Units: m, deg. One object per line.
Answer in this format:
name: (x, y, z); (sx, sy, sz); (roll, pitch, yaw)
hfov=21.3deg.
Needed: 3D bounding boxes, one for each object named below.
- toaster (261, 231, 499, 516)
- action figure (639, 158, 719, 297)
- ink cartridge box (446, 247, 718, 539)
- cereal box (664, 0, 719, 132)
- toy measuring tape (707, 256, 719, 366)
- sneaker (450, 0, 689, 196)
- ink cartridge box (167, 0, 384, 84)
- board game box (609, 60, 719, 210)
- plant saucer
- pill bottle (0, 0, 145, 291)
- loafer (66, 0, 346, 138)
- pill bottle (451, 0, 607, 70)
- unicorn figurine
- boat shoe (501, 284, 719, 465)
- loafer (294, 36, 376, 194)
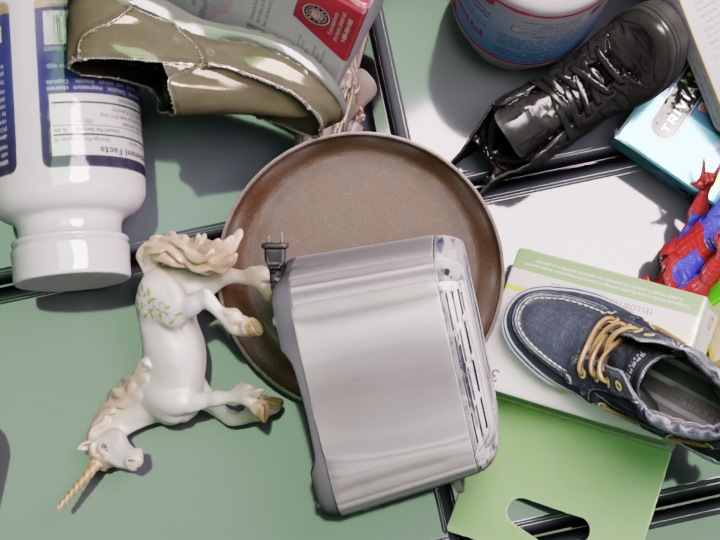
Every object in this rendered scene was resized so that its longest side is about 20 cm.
toaster: (0.018, 0.058, 1.267); (0.128, 0.114, 0.202); (-12, 103, 5)
action figure: (0.250, -0.035, 1.306); (0.051, 0.200, 0.066); (18, 43, -28)
ink cartridge box: (0.146, 0.099, 1.312); (0.144, 0.048, 0.202); (16, 79, 26)
cereal box: (0.271, -0.201, 1.269); (0.143, 0.040, 0.201); (-31, 124, -3)
toy measuring tape: (0.275, 0.059, 1.317); (0.073, 0.074, 0.202); (-1, 52, -2)
sneaker: (0.137, -0.111, 1.312); (0.104, 0.200, 0.060); (-32, 87, -31)
ink cartridge box: (-0.078, -0.217, 1.258); (0.199, 0.146, 0.083); (29, 69, -1)
board game box: (0.302, -0.098, 1.364); (0.199, 0.047, 0.152); (35, 89, 4)
plant saucer: (0.000, 0.000, 1.326); (0.198, 0.032, 0.202); (0, 105, 0)
pill bottle: (-0.205, -0.091, 1.324); (0.110, 0.111, 0.202); (-4, 81, -2)
loafer: (-0.107, -0.126, 1.268); (0.198, 0.075, 0.070); (20, 69, -4)
pill bottle: (0.117, -0.202, 1.304); (0.107, 0.200, 0.110); (0, 81, -2)
unicorn figurine: (-0.124, 0.068, 1.313); (0.136, 0.074, 0.202); (5, 93, 16)
boat shoe: (0.170, 0.056, 1.238); (0.199, 0.091, 0.071); (27, 85, 27)
loafer: (-0.011, -0.148, 1.362); (0.062, 0.072, 0.202); (5, 78, -7)
